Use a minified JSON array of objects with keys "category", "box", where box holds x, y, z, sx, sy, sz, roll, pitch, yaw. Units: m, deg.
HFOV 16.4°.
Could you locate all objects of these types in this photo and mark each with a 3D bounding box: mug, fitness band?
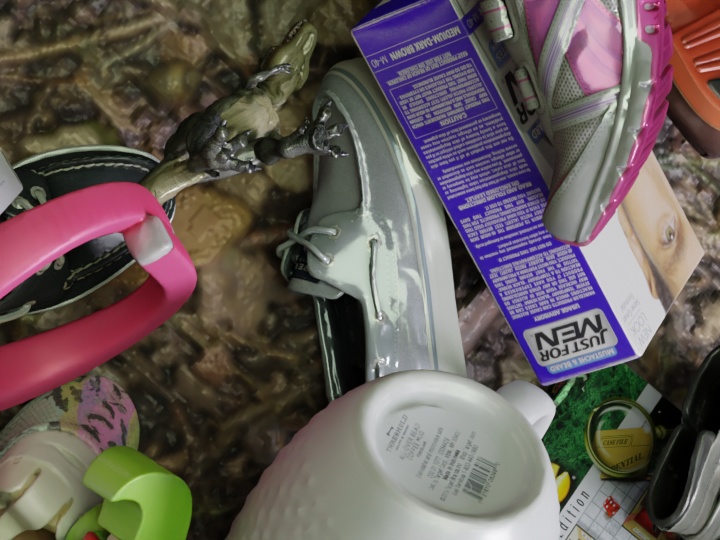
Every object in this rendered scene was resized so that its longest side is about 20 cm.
[{"category":"mug","box":[0.026,0.123,1.134,0.147,0.176,0.200,35,42,13]},{"category":"fitness band","box":[-0.142,0.019,1.081,0.143,0.200,0.038,-31,79,-2]}]

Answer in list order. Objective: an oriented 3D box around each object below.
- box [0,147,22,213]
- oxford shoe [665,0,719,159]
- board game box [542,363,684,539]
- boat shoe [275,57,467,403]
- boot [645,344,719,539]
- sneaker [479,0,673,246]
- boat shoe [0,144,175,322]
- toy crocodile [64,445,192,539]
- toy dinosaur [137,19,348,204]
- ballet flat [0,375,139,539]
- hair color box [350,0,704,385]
[{"category":"box","box":[-0.270,-0.012,1.086,0.156,0.041,0.200,35,74,23]},{"category":"oxford shoe","box":[0.141,-0.146,1.265,0.071,0.073,0.201,-20,75,-22]},{"category":"board game box","box":[0.098,0.145,1.260,0.105,0.023,0.200,38,77,-12]},{"category":"boat shoe","box":[0.000,0.000,1.204,0.071,0.070,0.202,-14,96,-27]},{"category":"boot","box":[0.179,0.144,1.243,0.131,0.068,0.201,35,68,-39]},{"category":"sneaker","box":[0.095,-0.112,1.118,0.088,0.081,0.201,8,98,13]},{"category":"boat shoe","box":[-0.172,-0.008,1.151,0.199,0.060,0.076,-24,96,-18]},{"category":"toy crocodile","box":[-0.128,0.169,1.124,0.062,0.067,0.200,3,123,-50]},{"category":"toy dinosaur","box":[-0.064,-0.057,1.151,0.200,0.088,0.048,-37,114,-39]},{"category":"ballet flat","box":[-0.171,0.127,1.139,0.069,0.071,0.200,44,75,-1]},{"category":"hair color box","box":[0.084,-0.060,1.204,0.201,0.065,0.109,62,35,-16]}]
